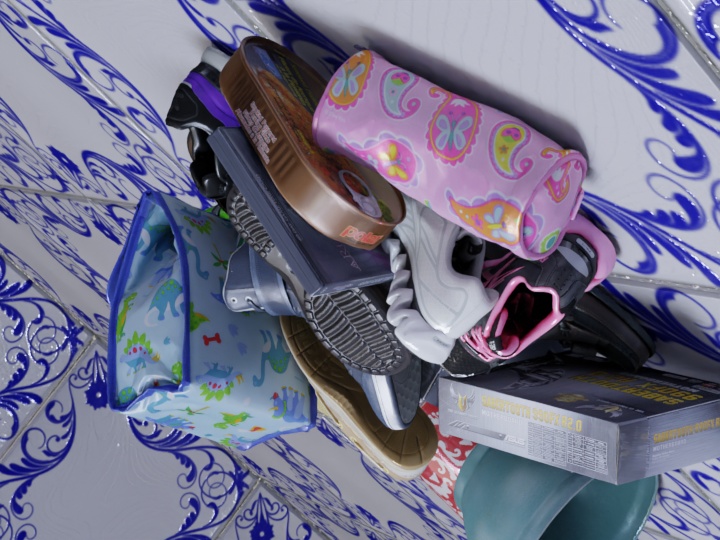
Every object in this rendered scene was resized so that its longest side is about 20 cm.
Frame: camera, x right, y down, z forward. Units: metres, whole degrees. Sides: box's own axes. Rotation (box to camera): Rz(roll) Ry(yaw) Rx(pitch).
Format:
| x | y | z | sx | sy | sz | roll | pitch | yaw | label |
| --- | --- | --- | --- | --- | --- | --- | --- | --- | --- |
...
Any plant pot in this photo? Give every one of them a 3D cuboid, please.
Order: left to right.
| x | y | z | sx | sy | sz | roll | pitch | yaw | label |
| --- | --- | --- | --- | --- | --- | --- | --- | --- | --- |
| 0.176 | 0.226 | 1.641 | 0.134 | 0.200 | 0.201 | 40 | 169 | 34 | plant pot |

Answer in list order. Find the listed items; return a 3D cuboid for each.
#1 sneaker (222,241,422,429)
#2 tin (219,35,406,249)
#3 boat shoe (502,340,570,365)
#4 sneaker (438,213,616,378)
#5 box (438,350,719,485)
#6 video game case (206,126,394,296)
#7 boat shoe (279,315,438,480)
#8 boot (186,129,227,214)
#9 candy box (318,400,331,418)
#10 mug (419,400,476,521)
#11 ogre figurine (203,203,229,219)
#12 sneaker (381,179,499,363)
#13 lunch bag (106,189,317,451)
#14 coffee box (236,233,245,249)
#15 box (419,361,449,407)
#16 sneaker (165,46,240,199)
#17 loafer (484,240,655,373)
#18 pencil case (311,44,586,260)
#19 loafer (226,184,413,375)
| x | y | z | sx | sy | sz | roll | pitch | yaw | label |
| --- | --- | --- | --- | --- | --- | --- | --- | --- | --- |
| -0.033 | 0.044 | 1.416 | 0.145 | 0.077 | 0.205 | -13 | 95 | 27 | sneaker |
| -0.037 | -0.096 | 1.252 | 0.111 | 0.042 | 0.201 | 12 | -142 | -45 | tin |
| 0.138 | 0.066 | 1.454 | 0.065 | 0.074 | 0.200 | 9 | 147 | 53 | boat shoe |
| 0.107 | 0.036 | 1.259 | 0.079 | 0.096 | 0.200 | 38 | 138 | -6 | sneaker |
| 0.183 | 0.112 | 1.322 | 0.157 | 0.049 | 0.199 | -7 | -169 | -38 | box |
| -0.024 | -0.051 | 1.285 | 0.144 | 0.019 | 0.199 | 56 | -156 | 12 | video game case |
| -0.008 | 0.104 | 1.466 | 0.201 | 0.073 | 0.069 | 54 | 159 | 22 | boat shoe |
| -0.124 | -0.093 | 1.564 | 0.097 | 0.075 | 0.200 | 29 | 172 | 37 | boot |
| -0.010 | 0.082 | 1.766 | 0.055 | 0.116 | 0.200 | 30 | 164 | 20 | candy box |
| 0.150 | 0.198 | 1.802 | 0.200 | 0.178 | 0.133 | 40 | -158 | 4 | mug |
| -0.110 | -0.019 | 1.752 | 0.119 | 0.099 | 0.199 | 6 | 177 | 38 | ogre figurine |
| 0.055 | -0.028 | 1.270 | 0.075 | 0.081 | 0.201 | 24 | -141 | -40 | sneaker |
| -0.134 | 0.042 | 1.499 | 0.127 | 0.202 | 0.169 | -18 | 152 | 36 | lunch bag |
| 0.000 | 0.000 | 1.502 | 0.199 | 0.044 | 0.123 | 27 | -167 | 19 | coffee box |
| 0.099 | 0.102 | 1.537 | 0.199 | 0.049 | 0.161 | 28 | -171 | -33 | box |
| -0.098 | -0.094 | 1.465 | 0.200 | 0.100 | 0.069 | 46 | 165 | -29 | sneaker |
| 0.142 | 0.026 | 1.340 | 0.199 | 0.063 | 0.072 | 37 | 164 | 2 | loafer |
| 0.061 | -0.084 | 1.167 | 0.199 | 0.088 | 0.088 | 30 | 164 | 31 | pencil case |
| -0.019 | -0.006 | 1.320 | 0.073 | 0.071 | 0.201 | -27 | 106 | 39 | loafer |
